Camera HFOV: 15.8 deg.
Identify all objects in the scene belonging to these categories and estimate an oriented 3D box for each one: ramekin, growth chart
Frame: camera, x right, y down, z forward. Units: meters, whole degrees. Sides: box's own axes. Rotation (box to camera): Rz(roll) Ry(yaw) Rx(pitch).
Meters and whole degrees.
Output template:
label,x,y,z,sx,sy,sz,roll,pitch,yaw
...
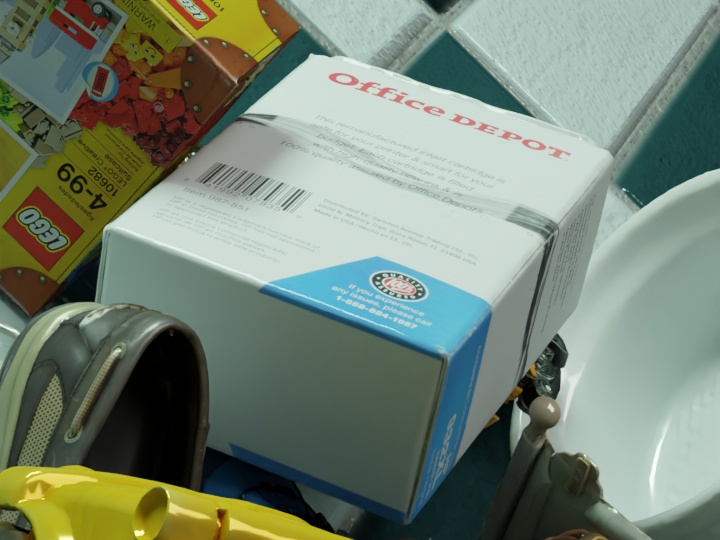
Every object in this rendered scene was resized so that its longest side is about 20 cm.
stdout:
label,x,y,z,sx,sy,sz,roll,pitch,yaw
ramekin,0.174,0.059,1.217,0.098,0.200,0.201,37,29,-29
growth chart,0.121,0.159,1.078,0.200,0.145,0.018,43,52,15

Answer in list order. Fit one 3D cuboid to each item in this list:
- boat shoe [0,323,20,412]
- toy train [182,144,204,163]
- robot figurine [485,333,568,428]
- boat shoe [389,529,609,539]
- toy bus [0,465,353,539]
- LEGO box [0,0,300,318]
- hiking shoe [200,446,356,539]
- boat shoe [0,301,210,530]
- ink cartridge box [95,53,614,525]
label,x,y,z,sx,sy,sz,roll,pitch,yaw
boat shoe,-0.165,0.042,0.933,0.202,0.075,0.086,2,46,-39
toy train,-0.092,-0.052,1.178,0.046,0.034,0.200,11,43,-41
robot figurine,0.024,-0.005,1.241,0.145,0.058,0.200,22,35,-35
boat shoe,0.086,0.134,1.032,0.200,0.068,0.072,14,17,37
toy bus,-0.044,0.159,0.740,0.136,0.192,0.200,19,76,-26
LEGO box,-0.150,-0.108,1.055,0.200,0.149,0.077,44,29,-1
hiking shoe,-0.010,0.126,0.995,0.074,0.087,0.200,12,42,-45
boat shoe,-0.092,0.104,0.862,0.074,0.073,0.200,14,72,-35
ink cartridge box,0.000,0.000,1.061,0.145,0.084,0.200,20,31,16
